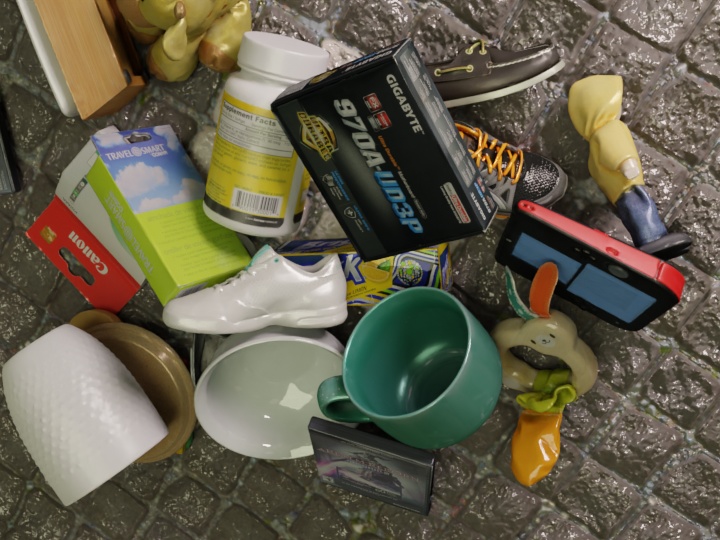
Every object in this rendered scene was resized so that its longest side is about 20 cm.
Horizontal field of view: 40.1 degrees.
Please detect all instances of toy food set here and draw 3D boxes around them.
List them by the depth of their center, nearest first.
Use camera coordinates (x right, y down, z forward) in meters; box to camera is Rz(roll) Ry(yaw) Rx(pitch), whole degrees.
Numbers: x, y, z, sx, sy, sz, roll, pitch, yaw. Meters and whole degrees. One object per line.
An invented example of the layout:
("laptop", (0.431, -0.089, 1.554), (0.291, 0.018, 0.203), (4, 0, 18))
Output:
("toy food set", (-0.297, 0.156, 1.256), (0.198, 0.049, 0.200), (14, 112, 10))

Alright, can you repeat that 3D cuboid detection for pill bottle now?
("pill bottle", (-0.100, -0.149, 1.076), (0.113, 0.114, 0.202), (18, 110, 10))

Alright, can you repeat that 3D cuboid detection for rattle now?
("rattle", (0.172, 0.105, 1.027), (0.130, 0.143, 0.201), (31, 154, 24))

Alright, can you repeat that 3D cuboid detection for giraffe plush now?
("giraffe plush", (-0.186, -0.285, 1.032), (0.199, 0.162, 0.174), (-23, 99, 21))

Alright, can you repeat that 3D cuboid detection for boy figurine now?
("boy figurine", (0.265, -0.102, 0.991), (0.064, 0.124, 0.202), (-20, 72, 11))

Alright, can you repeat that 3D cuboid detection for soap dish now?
("soap dish", (-0.306, -0.271, 1.082), (0.081, 0.157, 0.202), (-19, 101, 3))

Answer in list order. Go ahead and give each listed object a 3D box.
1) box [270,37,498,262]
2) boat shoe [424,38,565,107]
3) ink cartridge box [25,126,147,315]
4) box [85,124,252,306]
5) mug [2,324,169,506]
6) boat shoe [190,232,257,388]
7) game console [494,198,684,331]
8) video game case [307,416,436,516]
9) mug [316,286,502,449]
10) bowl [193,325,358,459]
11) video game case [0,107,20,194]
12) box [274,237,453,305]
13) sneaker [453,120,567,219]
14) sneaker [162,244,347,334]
("box", (0.024, -0.112, 0.984), (0.158, 0.046, 0.201), (-13, 119, 36))
("boat shoe", (0.108, -0.204, 1.022), (0.199, 0.072, 0.061), (-13, 106, 22))
("ink cartridge box", (-0.313, -0.049, 1.203), (0.200, 0.050, 0.161), (-43, 91, 20))
("box", (-0.218, -0.066, 1.108), (0.048, 0.121, 0.201), (-43, 75, 38))
("mug", (-0.347, 0.168, 1.182), (0.176, 0.147, 0.200), (56, 144, -2))
("boat shoe", (-0.168, 0.056, 1.180), (0.071, 0.068, 0.202), (18, 109, 10))
("game console", (0.223, 0.001, 0.995), (0.176, 0.200, 0.031), (24, 78, 7))
("video game case", (0.015, 0.229, 1.137), (0.142, 0.019, 0.200), (16, 154, 10))
("mug", (0.061, 0.108, 1.051), (0.184, 0.114, 0.153), (7, 65, 40))
("bowl", (-0.092, 0.122, 1.149), (0.199, 0.091, 0.202), (-2, 131, -3))
("video game case", (-0.531, -0.159, 1.239), (0.198, 0.019, 0.144), (-5, 105, 16))
("box", (0.000, 0.000, 1.115), (0.198, 0.070, 0.065), (-3, 105, 16))
("sneaker", (0.119, -0.111, 1.022), (0.198, 0.077, 0.079), (11, 65, -1))
("sneaker", (-0.114, 0.018, 1.059), (0.198, 0.075, 0.089), (-4, 102, -13))
